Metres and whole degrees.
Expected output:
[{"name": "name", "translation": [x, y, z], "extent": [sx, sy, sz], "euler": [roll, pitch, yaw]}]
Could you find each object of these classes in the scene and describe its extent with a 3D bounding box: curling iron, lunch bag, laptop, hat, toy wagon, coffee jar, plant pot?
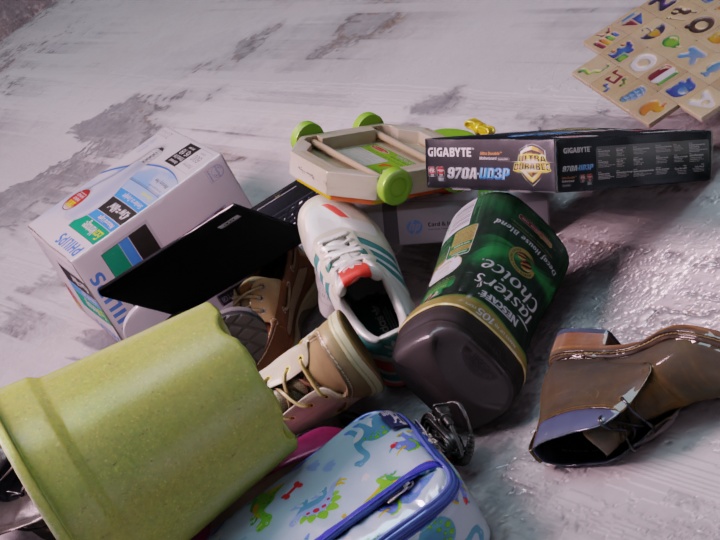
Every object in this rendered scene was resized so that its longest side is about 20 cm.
[{"name": "curling iron", "translation": [0.035, 0.125, 1.389], "extent": [0.025, 0.050, 0.200], "euler": [-9, 3, -26]}, {"name": "lunch bag", "translation": [-0.013, 0.198, 1.260], "extent": [0.199, 0.083, 0.161], "euler": [-35, 27, -4]}, {"name": "laptop", "translation": [-0.131, -0.043, 1.644], "extent": [0.177, 0.103, 0.201], "euler": [-29, 27, 27]}, {"name": "hat", "translation": [-0.278, 0.190, 1.592], "extent": [0.200, 0.081, 0.201], "euler": [-26, 31, 17]}, {"name": "toy wagon", "translation": [0.037, -0.104, 1.593], "extent": [0.199, 0.040, 0.155], "euler": [-11, 27, -32]}, {"name": "coffee jar", "translation": [0.098, 0.032, 1.407], "extent": [0.085, 0.104, 0.200], "euler": [-34, 19, 39]}, {"name": "plant pot", "translation": [-0.154, 0.126, 1.297], "extent": [0.183, 0.201, 0.200], "euler": [-31, 24, -9]}]

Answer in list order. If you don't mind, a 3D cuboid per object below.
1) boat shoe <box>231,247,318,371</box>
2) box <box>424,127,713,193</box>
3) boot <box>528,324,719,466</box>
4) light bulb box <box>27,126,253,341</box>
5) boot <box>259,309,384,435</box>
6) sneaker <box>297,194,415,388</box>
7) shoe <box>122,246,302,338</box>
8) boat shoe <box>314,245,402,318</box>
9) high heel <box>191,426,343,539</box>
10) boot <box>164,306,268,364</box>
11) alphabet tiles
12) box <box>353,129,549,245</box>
[{"name": "boat shoe", "translation": [-0.095, 0.041, 1.659], "extent": [0.075, 0.074, 0.200], "euler": [-19, 27, 27]}, {"name": "box", "translation": [0.179, -0.096, 1.498], "extent": [0.199, 0.046, 0.158], "euler": [-7, 8, -39]}, {"name": "boot", "translation": [0.205, 0.096, 1.229], "extent": [0.199, 0.075, 0.097], "euler": [-4, 54, 48]}, {"name": "light bulb box", "translation": [-0.233, -0.039, 1.917], "extent": [0.200, 0.125, 0.198], "euler": [-37, 25, -13]}, {"name": "boot", "translation": [-0.064, 0.104, 1.419], "extent": [0.154, 0.072, 0.200], "euler": [-28, -8, -8]}, {"name": "sneaker", "translation": [0.000, 0.001, 1.490], "extent": [0.070, 0.094, 0.201], "euler": [-27, 62, -1]}, {"name": "shoe", "translation": [-0.151, 0.016, 1.788], "extent": [0.199, 0.072, 0.091], "euler": [-27, 21, 1]}, {"name": "boat shoe", "translation": [-0.001, -0.017, 1.664], "extent": [0.070, 0.070, 0.200], "euler": [20, 31, 13]}, {"name": "high heel", "translation": [-0.075, 0.188, 1.358], "extent": [0.096, 0.068, 0.200], "euler": [-22, 20, 46]}, {"name": "boot", "translation": [-0.158, 0.075, 1.599], "extent": [0.200, 0.070, 0.132], "euler": [-44, 26, 25]}, {"name": "alphabet tiles", "translation": [0.292, -0.198, 1.578], "extent": [0.166, 0.006, 0.200], "euler": [-33, 36, -8]}, {"name": "box", "translation": [0.074, -0.077, 1.635], "extent": [0.198, 0.041, 0.156], "euler": [-3, 28, 4]}]
